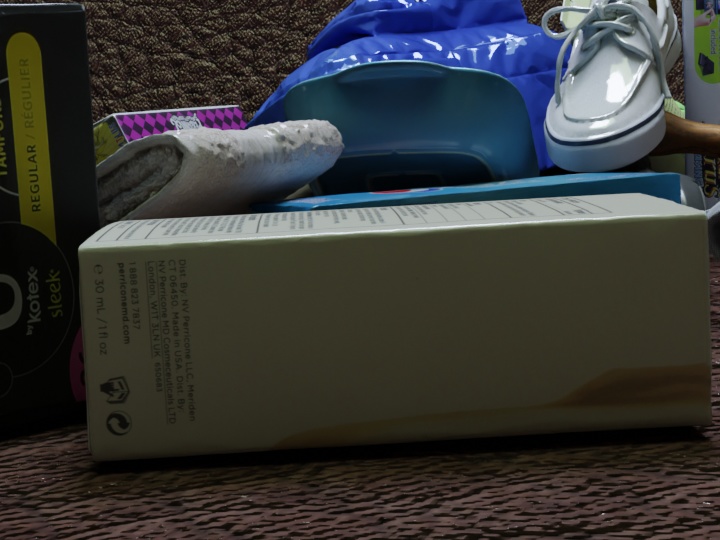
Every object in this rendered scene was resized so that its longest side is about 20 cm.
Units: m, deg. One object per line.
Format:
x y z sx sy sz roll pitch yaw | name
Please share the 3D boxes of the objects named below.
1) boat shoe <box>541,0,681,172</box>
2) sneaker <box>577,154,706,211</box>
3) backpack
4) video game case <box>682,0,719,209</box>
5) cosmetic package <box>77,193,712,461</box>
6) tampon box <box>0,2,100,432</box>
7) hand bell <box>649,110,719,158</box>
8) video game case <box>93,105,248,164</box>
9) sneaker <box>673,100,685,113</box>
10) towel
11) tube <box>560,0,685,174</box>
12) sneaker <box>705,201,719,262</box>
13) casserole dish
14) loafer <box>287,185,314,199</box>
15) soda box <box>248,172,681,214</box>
0.151 -0.136 0.919 0.074 0.086 0.202 0 32 25 | boat shoe
0.135 -0.032 0.887 0.079 0.076 0.200 -7 6 -4 | sneaker
0.024 -0.094 1.017 0.200 0.168 0.162 -17 -10 -27 | backpack
0.279 -0.115 1.068 0.045 0.182 0.200 3 9 33 | video game case
0.011 0.016 0.532 0.199 0.071 0.105 -3 6 0 | cosmetic package
-0.204 -0.020 0.591 0.200 0.150 0.126 4 10 45 | tampon box
0.224 -0.078 0.949 0.199 0.104 0.104 9 9 9 | hand bell
-0.201 -0.070 1.207 0.181 0.036 0.200 -28 -4 22 | video game case
0.158 -0.068 1.174 0.200 0.084 0.077 -19 -18 33 | sneaker
-0.113 -0.016 0.704 0.200 0.035 0.132 -29 -6 29 | towel
0.190 -0.112 1.065 0.052 0.200 0.058 -43 26 -10 | tube
0.233 -0.009 0.673 0.115 0.075 0.200 -18 22 -18 | sneaker
0.029 -0.048 0.798 0.121 0.039 0.200 -2 -18 10 | casserole dish
-0.092 -0.047 0.909 0.200 0.068 0.076 -21 0 17 | loafer
0.052 -0.005 0.710 0.200 0.068 0.064 -7 6 -29 | soda box
